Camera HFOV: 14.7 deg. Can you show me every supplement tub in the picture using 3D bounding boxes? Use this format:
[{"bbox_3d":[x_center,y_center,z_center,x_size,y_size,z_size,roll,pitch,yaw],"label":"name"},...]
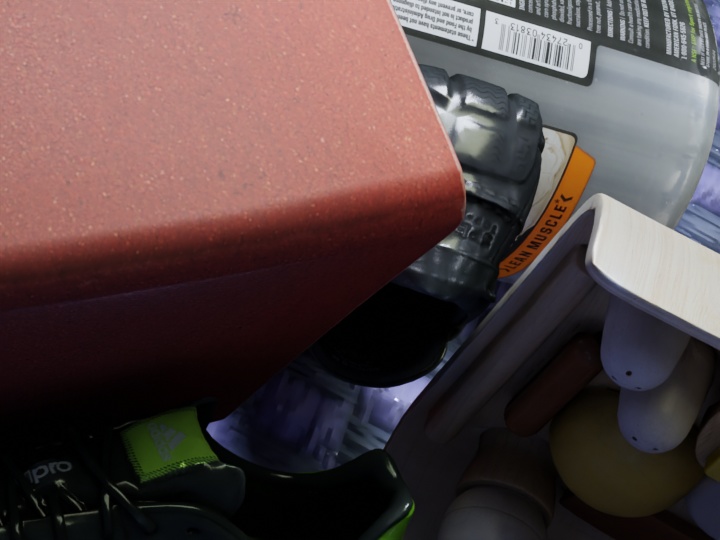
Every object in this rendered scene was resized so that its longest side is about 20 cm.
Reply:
[{"bbox_3d":[0.009,-0.068,0.940,0.199,0.123,0.123,13,38,-23],"label":"supplement tub"}]

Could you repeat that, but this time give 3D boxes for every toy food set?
[{"bbox_3d":[0.089,0.066,0.773,0.143,0.200,0.061,26,60,-7],"label":"toy food set"}]

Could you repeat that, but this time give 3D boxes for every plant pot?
[{"bbox_3d":[-0.119,-0.051,0.740,0.175,0.200,0.201,-18,79,-27],"label":"plant pot"}]

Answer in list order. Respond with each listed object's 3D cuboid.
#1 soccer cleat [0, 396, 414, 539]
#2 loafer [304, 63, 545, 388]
[{"bbox_3d":[-0.079,0.067,0.742,0.199,0.081,0.068,6,41,-31],"label":"soccer cleat"},{"bbox_3d":[0.000,0.000,0.819,0.068,0.201,0.071,18,73,-10],"label":"loafer"}]
